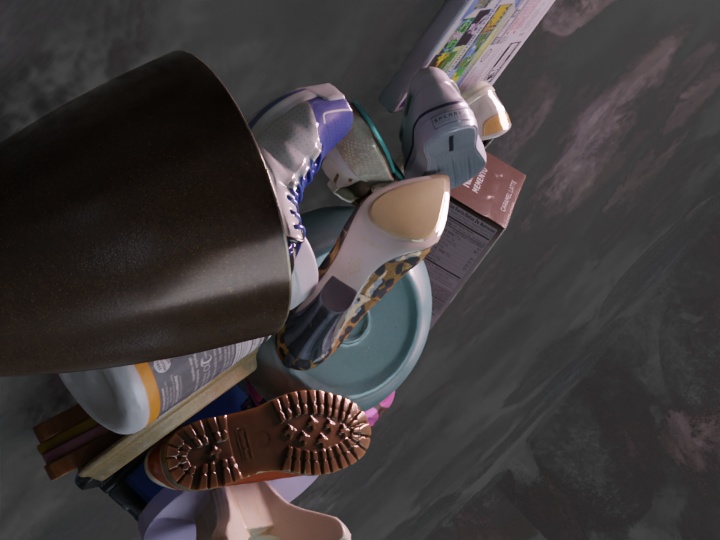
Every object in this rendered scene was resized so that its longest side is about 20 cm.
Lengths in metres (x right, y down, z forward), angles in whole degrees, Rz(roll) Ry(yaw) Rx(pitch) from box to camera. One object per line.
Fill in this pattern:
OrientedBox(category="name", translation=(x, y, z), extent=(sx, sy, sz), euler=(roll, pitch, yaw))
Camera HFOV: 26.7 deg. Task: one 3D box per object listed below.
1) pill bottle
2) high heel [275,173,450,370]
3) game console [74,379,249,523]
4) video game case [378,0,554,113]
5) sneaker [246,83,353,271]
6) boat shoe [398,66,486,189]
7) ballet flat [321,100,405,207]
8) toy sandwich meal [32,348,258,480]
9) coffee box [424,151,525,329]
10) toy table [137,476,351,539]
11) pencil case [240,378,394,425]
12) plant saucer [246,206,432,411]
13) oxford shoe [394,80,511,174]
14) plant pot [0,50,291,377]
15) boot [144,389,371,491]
OrientedBox(category="pill bottle", translation=(-0.136, 0.030, 1.181), extent=(0.200, 0.116, 0.116), euler=(-36, 162, -31))
OrientedBox(category="high heel", translation=(0.000, 0.000, 1.315), extent=(0.200, 0.071, 0.143), euler=(-47, 177, -34))
OrientedBox(category="game console", translation=(-0.157, 0.173, 1.476), extent=(0.200, 0.118, 0.171), euler=(-44, 176, -4))
OrientedBox(category="video game case", translation=(0.118, -0.228, 1.334), extent=(0.182, 0.022, 0.200), euler=(-21, 153, -55))
OrientedBox(category="sneaker", translation=(-0.070, -0.050, 1.142), extent=(0.199, 0.115, 0.081), euler=(-34, 162, -33))
OrientedBox(category="boat shoe", translation=(0.071, -0.122, 1.322), extent=(0.074, 0.067, 0.200), euler=(-16, 167, -7))
OrientedBox(category="ballet flat", translation=(-0.002, -0.089, 1.311), extent=(0.062, 0.067, 0.200), euler=(-35, 164, 2))
OrientedBox(category="toy sandwich meal", translation=(-0.178, 0.106, 1.279), extent=(0.205, 0.070, 0.205), euler=(-36, 179, -1))
OrientedBox(category="coffee box", translation=(0.082, -0.024, 1.597), extent=(0.200, 0.080, 0.114), euler=(-56, -175, 36))
OrientedBox(category="toy table", translation=(-0.108, 0.250, 1.453), extent=(0.200, 0.117, 0.184), euler=(-36, 144, 14))
OrientedBox(category="pencil case", translation=(-0.035, 0.113, 1.489), extent=(0.091, 0.094, 0.200), euler=(-34, 161, 21))
OrientedBox(category="plant saucer", translation=(-0.017, 0.043, 1.368), extent=(0.200, 0.200, 0.036), euler=(-41, -157, -13))
OrientedBox(category="oxford shoe", translation=(0.080, -0.107, 1.453), extent=(0.075, 0.058, 0.200), euler=(-34, 173, -36))
OrientedBox(category="plant pot", translation=(-0.173, -0.014, 0.909), extent=(0.200, 0.187, 0.187), euler=(-21, 156, -22))
OrientedBox(category="boot", translation=(-0.093, 0.154, 1.343), extent=(0.200, 0.075, 0.107), euler=(-5, 169, -26))
